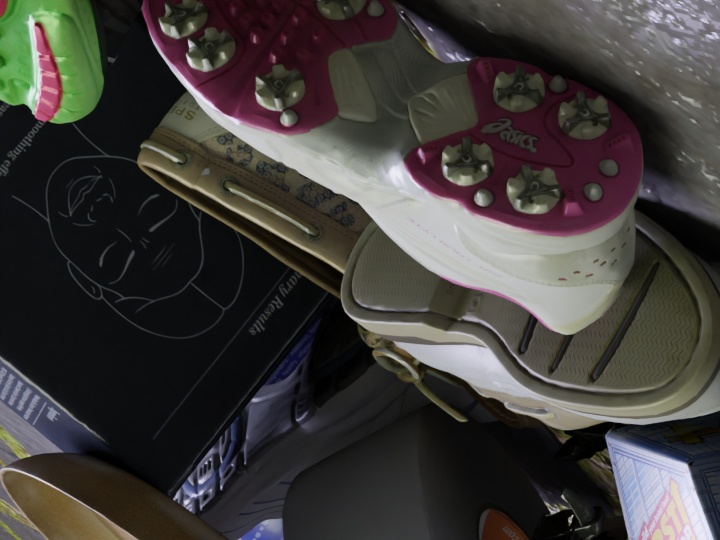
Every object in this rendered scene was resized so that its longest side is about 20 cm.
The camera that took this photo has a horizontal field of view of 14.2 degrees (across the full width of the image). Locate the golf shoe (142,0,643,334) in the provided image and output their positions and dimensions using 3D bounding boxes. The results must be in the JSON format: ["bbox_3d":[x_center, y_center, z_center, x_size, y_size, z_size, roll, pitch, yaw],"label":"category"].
[{"bbox_3d":[0.008,-0.042,0.967,0.200,0.075,0.092,32,156,30],"label":"golf shoe"}]

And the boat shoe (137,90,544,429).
[{"bbox_3d":[0.000,0.000,1.151,0.200,0.063,0.073,42,165,-4],"label":"boat shoe"}]

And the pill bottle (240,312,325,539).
[{"bbox_3d":[-0.060,0.056,1.394,0.200,0.112,0.112,38,166,4],"label":"pill bottle"}]

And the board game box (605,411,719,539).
[{"bbox_3d":[0.151,0.117,0.949,0.200,0.061,0.200,116,140,-59],"label":"board game box"}]

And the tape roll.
[{"bbox_3d":[0.047,0.157,1.191,0.200,0.066,0.200,55,-163,-26],"label":"tape roll"}]

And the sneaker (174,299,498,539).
[{"bbox_3d":[-0.015,0.082,1.286,0.087,0.075,0.200,34,131,-24],"label":"sneaker"}]

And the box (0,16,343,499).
[{"bbox_3d":[-0.116,-0.018,1.223,0.200,0.149,0.107,40,167,-1],"label":"box"}]

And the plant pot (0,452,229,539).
[{"bbox_3d":[-0.066,0.137,1.214,0.200,0.028,0.200,35,165,11],"label":"plant pot"}]

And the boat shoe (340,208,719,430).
[{"bbox_3d":[0.076,0.017,1.025,0.068,0.075,0.200,31,173,-33],"label":"boat shoe"}]

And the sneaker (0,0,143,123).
[{"bbox_3d":[-0.098,-0.131,0.970,0.077,0.084,0.200,24,148,-2],"label":"sneaker"}]

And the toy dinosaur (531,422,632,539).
[{"bbox_3d":[0.138,0.103,1.131,0.135,0.102,0.200,24,131,0],"label":"toy dinosaur"}]

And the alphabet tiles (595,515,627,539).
[{"bbox_3d":[0.028,0.150,1.372,0.167,0.199,0.008,86,172,-68],"label":"alphabet tiles"}]
